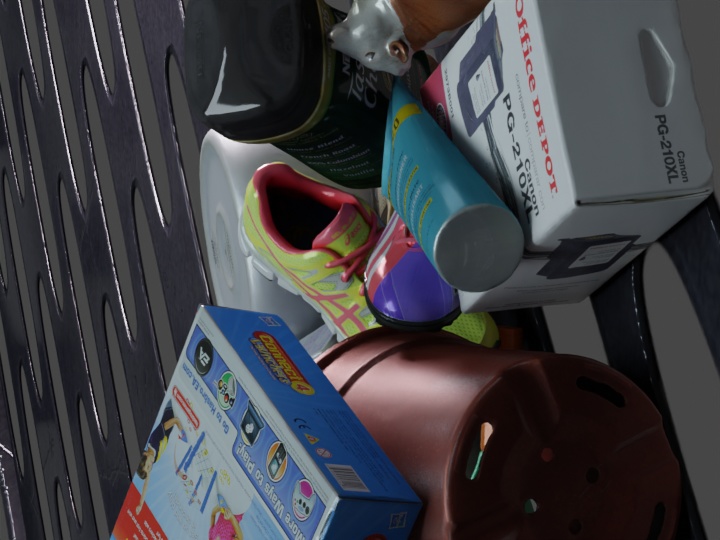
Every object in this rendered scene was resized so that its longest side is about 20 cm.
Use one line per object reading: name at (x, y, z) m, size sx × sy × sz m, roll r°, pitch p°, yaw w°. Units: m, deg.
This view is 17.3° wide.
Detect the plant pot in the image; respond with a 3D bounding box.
plant pot at (0.071, 0.125, 1.348) m, size 0.195 × 0.200 × 0.202 m, roll -10°, pitch 84°, yaw 64°

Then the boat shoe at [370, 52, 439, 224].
boat shoe at (0.042, -0.045, 1.577) m, size 0.065 × 0.072 × 0.201 m, roll 111°, pitch 148°, yaw -85°

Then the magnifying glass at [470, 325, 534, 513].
magnifying glass at (0.088, 0.136, 1.511) m, size 0.079 × 0.022 × 0.201 m, roll 4°, pitch 94°, yaw 41°

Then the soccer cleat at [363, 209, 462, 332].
soccer cleat at (0.048, -0.039, 1.437) m, size 0.200 × 0.068 × 0.073 m, roll -64°, pitch -17°, yaw -51°

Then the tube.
tube at (0.041, -0.047, 1.339) m, size 0.200 × 0.050 × 0.078 m, roll -122°, pitch 40°, yaw -65°

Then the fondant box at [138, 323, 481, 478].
fondant box at (-0.033, 0.131, 1.605) m, size 0.200 × 0.144 × 0.058 m, roll -33°, pitch 15°, yaw 37°

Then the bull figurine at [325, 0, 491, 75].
bull figurine at (0.056, -0.190, 1.343) m, size 0.122 × 0.200 × 0.065 m, roll 62°, pitch -149°, yaw -14°

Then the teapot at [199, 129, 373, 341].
teapot at (-0.025, -0.022, 1.658) m, size 0.200 × 0.146 × 0.198 m, roll 94°, pitch 162°, yaw -44°

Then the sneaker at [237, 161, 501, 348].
sneaker at (0.000, 0.000, 1.490) m, size 0.200 × 0.078 × 0.090 m, roll 31°, pitch 157°, yaw 17°

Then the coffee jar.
coffee jar at (-0.031, -0.118, 1.456) m, size 0.200 × 0.085 × 0.105 m, roll 17°, pitch -113°, yaw -61°

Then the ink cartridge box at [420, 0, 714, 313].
ink cartridge box at (0.110, -0.075, 1.316) m, size 0.200 × 0.084 × 0.145 m, roll 131°, pitch 131°, yaw -67°

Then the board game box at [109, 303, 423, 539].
board game box at (-0.064, 0.154, 1.339) m, size 0.200 × 0.056 × 0.196 m, roll 51°, pitch 125°, yaw 49°
